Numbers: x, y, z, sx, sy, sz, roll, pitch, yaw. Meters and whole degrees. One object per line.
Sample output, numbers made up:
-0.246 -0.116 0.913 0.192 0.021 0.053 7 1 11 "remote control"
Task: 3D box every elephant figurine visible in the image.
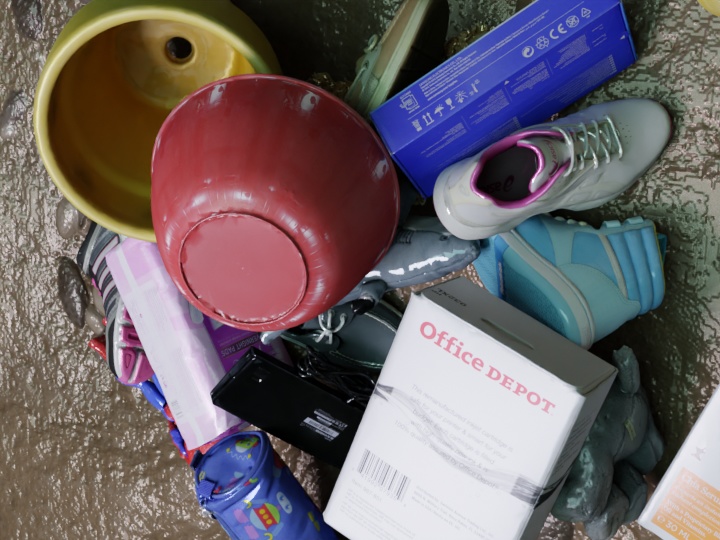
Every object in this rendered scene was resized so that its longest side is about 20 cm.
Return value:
0.135 0.127 1.028 0.198 0.141 0.157 20 81 40 "elephant figurine"

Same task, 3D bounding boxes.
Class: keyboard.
-0.026 0.118 1.110 0.199 0.040 0.104 31 124 -26 "keyboard"

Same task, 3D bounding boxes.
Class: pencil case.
-0.075 0.234 1.133 0.078 0.087 0.201 20 148 55 "pencil case"

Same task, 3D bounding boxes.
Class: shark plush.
0.000 0.000 1.027 0.197 0.084 0.092 -18 130 4 "shark plush"

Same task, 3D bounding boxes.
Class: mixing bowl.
-0.074 -0.031 0.931 0.197 0.109 0.202 5 125 8 "mixing bowl"

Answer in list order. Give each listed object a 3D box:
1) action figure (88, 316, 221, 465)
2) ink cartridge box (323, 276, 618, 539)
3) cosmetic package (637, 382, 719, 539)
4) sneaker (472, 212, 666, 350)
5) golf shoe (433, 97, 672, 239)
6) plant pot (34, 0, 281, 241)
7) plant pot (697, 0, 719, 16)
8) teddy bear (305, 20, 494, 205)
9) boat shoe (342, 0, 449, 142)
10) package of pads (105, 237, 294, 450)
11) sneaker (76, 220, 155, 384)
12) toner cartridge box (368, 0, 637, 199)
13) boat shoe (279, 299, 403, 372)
-0.183 0.126 1.237 0.200 0.052 0.066 49 122 12 "action figure"
0.079 0.129 0.928 0.144 0.083 0.202 30 113 22 "ink cartridge box"
0.306 0.132 0.960 0.101 0.071 0.202 32 113 19 "cosmetic package"
0.167 -0.018 1.009 0.201 0.129 0.080 -124 20 -44 "sneaker"
0.153 -0.081 0.945 0.198 0.092 0.076 -24 85 -9 "golf shoe"
-0.159 -0.157 1.056 0.197 0.190 0.203 -2 122 -3 "plant pot"
0.320 -0.229 0.818 0.187 0.199 0.204 11 106 41 "plant pot"
0.043 -0.135 1.058 0.199 0.067 0.146 -32 89 20 "teddy bear"
0.004 -0.133 0.996 0.063 0.073 0.203 32 111 20 "boat shoe"
-0.143 0.051 1.155 0.075 0.120 0.202 -25 88 41 "package of pads"
-0.228 0.009 1.214 0.087 0.073 0.203 -8 79 38 "sneaker"
0.110 -0.140 0.955 0.199 0.095 0.043 -33 66 7 "toner cartridge box"
-0.041 0.046 1.104 0.198 0.062 0.074 24 109 -4 "boat shoe"
